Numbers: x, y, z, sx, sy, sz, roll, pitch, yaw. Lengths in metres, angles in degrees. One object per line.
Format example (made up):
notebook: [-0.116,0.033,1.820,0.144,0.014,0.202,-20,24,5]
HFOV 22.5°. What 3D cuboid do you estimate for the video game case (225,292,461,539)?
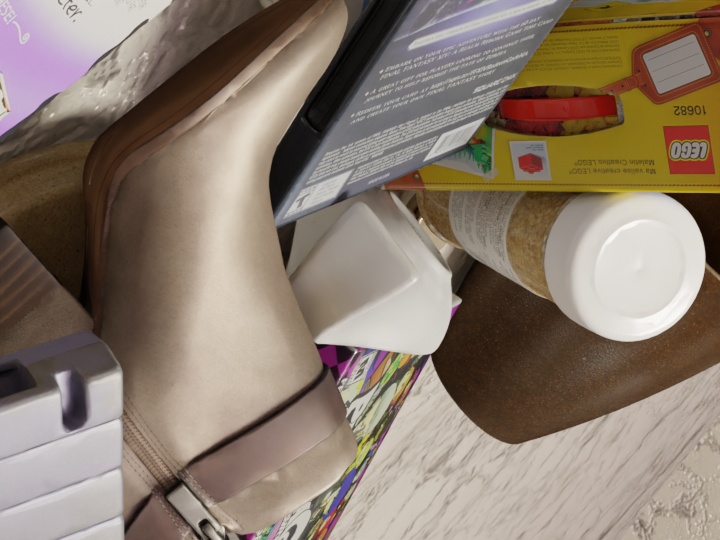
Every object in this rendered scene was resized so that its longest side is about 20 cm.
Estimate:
video game case: [-0.031,0.101,0.928,0.200,0.036,0.181,-62,167,14]

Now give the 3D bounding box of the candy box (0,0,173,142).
candy box: [-0.096,-0.120,0.462,0.200,0.072,0.168,-42,161,-18]

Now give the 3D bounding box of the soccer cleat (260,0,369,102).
soccer cleat: [-0.004,-0.117,0.690,0.086,0.070,0.200,-36,157,-7]

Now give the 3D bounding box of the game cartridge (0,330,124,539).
game cartridge: [-0.167,0.102,0.557,0.200,0.038,0.130,-18,134,-30]

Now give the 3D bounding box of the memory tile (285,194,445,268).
memory tile: [-0.009,0.043,1.014,0.153,0.017,0.200,-27,143,-45]

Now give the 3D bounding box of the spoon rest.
spoon rest: [0.000,0.000,0.824,0.061,0.099,0.200,-37,177,6]

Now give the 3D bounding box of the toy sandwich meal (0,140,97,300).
toy sandwich meal: [-0.116,0.045,0.707,0.205,0.070,0.206,-9,108,-31]

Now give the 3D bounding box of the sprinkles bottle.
sprinkles bottle: [0.090,-0.023,0.875,0.068,0.068,0.200,-48,-157,-3]

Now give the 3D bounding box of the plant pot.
plant pot: [0.146,0.018,1.180,0.200,0.187,0.187,-42,166,23]

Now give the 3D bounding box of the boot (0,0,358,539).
boot: [-0.049,0.014,0.641,0.200,0.146,0.070,-37,-164,4]

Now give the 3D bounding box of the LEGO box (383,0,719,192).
LEGO box: [0.125,-0.093,0.829,0.149,0.200,0.077,-29,114,-46]

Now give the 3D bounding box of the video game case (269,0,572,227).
video game case: [0.046,-0.103,0.691,0.143,0.019,0.200,-25,156,-49]
